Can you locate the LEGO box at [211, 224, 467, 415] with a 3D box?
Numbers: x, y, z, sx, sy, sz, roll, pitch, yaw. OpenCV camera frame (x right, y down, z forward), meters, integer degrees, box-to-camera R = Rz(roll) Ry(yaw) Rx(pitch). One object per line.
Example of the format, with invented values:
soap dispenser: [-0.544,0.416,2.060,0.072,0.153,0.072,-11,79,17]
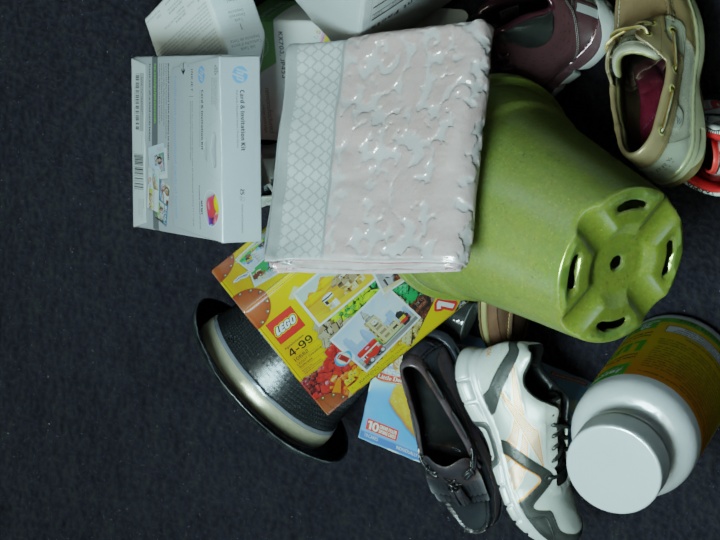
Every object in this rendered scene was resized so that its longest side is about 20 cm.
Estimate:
LEGO box: [0.000,0.000,1.714,0.200,0.077,0.149,-39,129,-3]

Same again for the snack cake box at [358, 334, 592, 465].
snack cake box: [0.108,0.130,1.877,0.200,0.067,0.115,21,121,17]

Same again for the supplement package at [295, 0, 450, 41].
supplement package: [0.009,-0.280,1.640,0.121,0.120,0.200,49,164,13]

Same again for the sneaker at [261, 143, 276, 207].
sneaker: [-0.066,-0.083,1.863,0.200,0.071,0.073,-2,111,27]

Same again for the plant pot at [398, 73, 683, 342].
plant pot: [0.150,-0.035,1.613,0.184,0.200,0.200,33,129,47]

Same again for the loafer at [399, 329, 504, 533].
loafer: [0.074,0.154,1.826,0.072,0.063,0.200,-8,107,29]

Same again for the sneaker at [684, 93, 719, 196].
sneaker: [0.348,-0.088,1.634,0.201,0.108,0.067,15,118,20]

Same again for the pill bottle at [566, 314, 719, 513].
pill bottle: [0.246,0.125,1.726,0.111,0.200,0.111,10,116,22]

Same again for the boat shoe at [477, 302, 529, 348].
boat shoe: [0.149,-0.013,1.789,0.068,0.072,0.200,16,116,20]

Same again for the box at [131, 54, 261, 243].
box: [-0.144,-0.108,1.740,0.200,0.041,0.156,9,101,63]

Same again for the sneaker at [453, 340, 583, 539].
sneaker: [0.155,0.153,1.782,0.080,0.074,0.200,-19,102,28]

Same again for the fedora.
fedora: [-0.061,0.082,1.885,0.092,0.201,0.201,-43,90,18]

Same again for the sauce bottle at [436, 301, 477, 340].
sauce bottle: [0.012,0.010,1.871,0.200,0.065,0.065,23,121,17]

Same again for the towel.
towel: [0.012,-0.096,1.603,0.191,0.032,0.200,-1,76,33]

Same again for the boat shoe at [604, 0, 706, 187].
boat shoe: [0.232,-0.167,1.620,0.074,0.066,0.200,-28,56,38]

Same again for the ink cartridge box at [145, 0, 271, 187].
ink cartridge box: [-0.121,-0.161,1.797,0.161,0.050,0.200,-25,84,65]

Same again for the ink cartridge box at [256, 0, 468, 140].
ink cartridge box: [-0.004,-0.175,1.793,0.200,0.067,0.117,5,113,25]

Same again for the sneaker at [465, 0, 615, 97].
sneaker: [0.114,-0.170,1.698,0.200,0.115,0.076,-50,44,24]
